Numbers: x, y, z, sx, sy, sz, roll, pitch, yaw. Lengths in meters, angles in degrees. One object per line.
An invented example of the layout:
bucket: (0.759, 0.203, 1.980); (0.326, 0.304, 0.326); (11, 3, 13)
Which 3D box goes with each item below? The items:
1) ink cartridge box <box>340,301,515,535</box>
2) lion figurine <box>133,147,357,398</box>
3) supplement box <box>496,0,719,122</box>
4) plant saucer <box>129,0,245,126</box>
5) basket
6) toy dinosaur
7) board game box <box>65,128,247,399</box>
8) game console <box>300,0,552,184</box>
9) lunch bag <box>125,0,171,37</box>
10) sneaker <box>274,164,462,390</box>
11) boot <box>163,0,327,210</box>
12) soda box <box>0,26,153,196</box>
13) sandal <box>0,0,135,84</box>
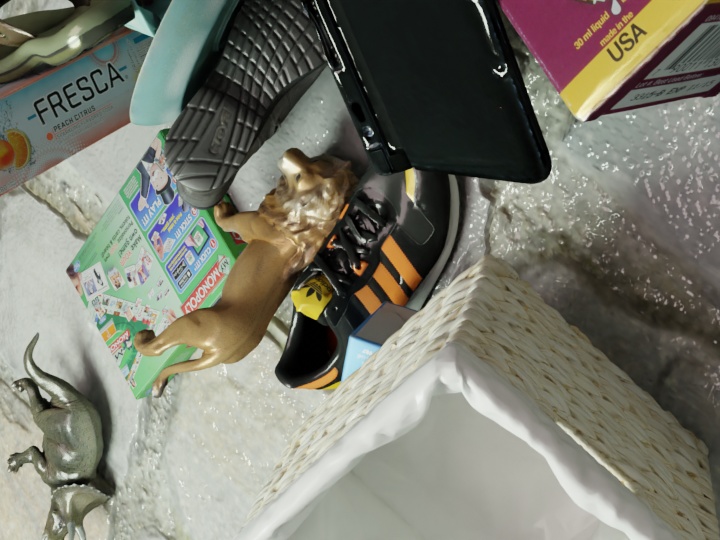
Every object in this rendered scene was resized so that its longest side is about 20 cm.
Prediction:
ink cartridge box: (0.040, 0.134, 0.895); (0.116, 0.068, 0.200); (18, 115, 15)
lion figurine: (-0.075, 0.008, 0.958); (0.122, 0.072, 0.200); (13, 76, 54)
supplement box: (0.124, -0.188, 0.701); (0.103, 0.131, 0.200); (-46, 68, 42)
plant saucer: (-0.087, -0.176, 0.896); (0.027, 0.200, 0.200); (29, 127, -1)
basket: (0.065, 0.136, 0.756); (0.198, 0.161, 0.200); (42, 114, -7)
toy dinosaur: (-0.265, 0.149, 1.247); (0.102, 0.077, 0.200); (16, 108, 29)
board game box: (-0.162, -0.002, 1.117); (0.200, 0.029, 0.135); (-47, 69, 42)
game console: (0.030, -0.161, 0.773); (0.116, 0.176, 0.200); (-13, 122, 19)
lunch bag: (-0.168, -0.277, 0.980); (0.170, 0.122, 0.200); (30, 119, 36)
sneaker: (0.000, 0.000, 0.908); (0.070, 0.090, 0.200); (40, 127, 31)
boot: (-0.066, -0.133, 0.940); (0.070, 0.200, 0.132); (42, 177, -2)
soda box: (-0.223, -0.120, 1.019); (0.068, 0.200, 0.064); (-2, 116, 45)
sandal: (-0.226, -0.179, 0.971); (0.201, 0.080, 0.057); (-1, 130, 51)
